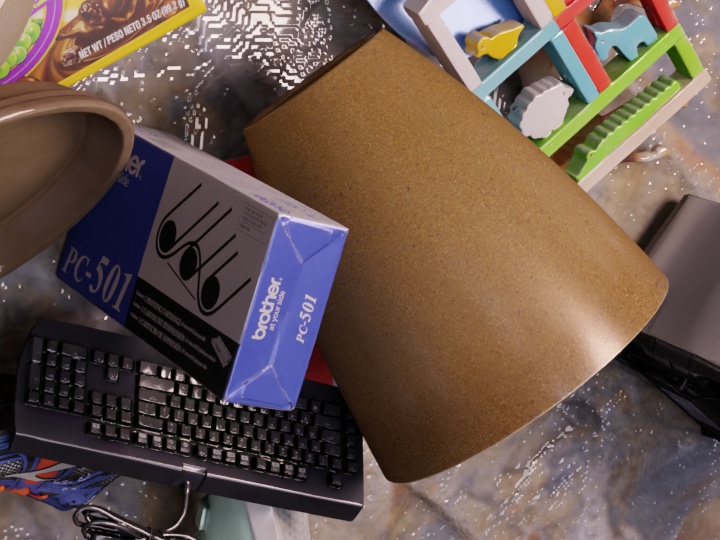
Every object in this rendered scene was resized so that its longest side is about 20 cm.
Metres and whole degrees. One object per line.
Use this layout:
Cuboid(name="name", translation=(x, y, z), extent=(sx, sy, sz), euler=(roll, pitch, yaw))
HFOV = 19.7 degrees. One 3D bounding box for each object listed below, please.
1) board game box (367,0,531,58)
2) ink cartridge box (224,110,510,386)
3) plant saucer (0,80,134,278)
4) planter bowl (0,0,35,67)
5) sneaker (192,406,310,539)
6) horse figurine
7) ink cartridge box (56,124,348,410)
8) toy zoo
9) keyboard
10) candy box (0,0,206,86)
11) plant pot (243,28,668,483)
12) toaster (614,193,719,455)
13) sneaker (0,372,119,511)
Cuboid(name="board game box", translation=(0.069, -0.217, 1.173), extent=(0.200, 0.039, 0.158), euler=(-31, 106, -16))
Cuboid(name="ink cartridge box", translation=(0.000, 0.000, 1.203), extent=(0.200, 0.050, 0.161), euler=(-15, 113, -29))
Cuboid(name="plant saucer", translation=(-0.203, -0.031, 1.010), extent=(0.200, 0.200, 0.030), euler=(-26, 74, -22))
Cuboid(name="planter bowl", translation=(-0.228, -0.150, 0.936), extent=(0.200, 0.135, 0.201), euler=(-4, 99, -27))
Cuboid(name="sneaker", translation=(-0.091, 0.142, 1.173), extent=(0.074, 0.118, 0.201), euler=(3, 78, -69))
Cuboid(name="horse figurine", translation=(0.135, -0.120, 1.243), extent=(0.132, 0.050, 0.201), euler=(-19, 115, -27))
Cuboid(name="ink cartridge box", translation=(-0.086, -0.008, 1.053), extent=(0.044, 0.200, 0.094), euler=(12, 100, -34))
Cuboid(name="toy zoo", translation=(0.107, -0.138, 1.164), extent=(0.131, 0.020, 0.200), euler=(-41, 126, -7))
Cuboid(name="keyboard", translation=(-0.088, 0.099, 1.090), extent=(0.199, 0.021, 0.127), euler=(14, 61, -23))
Cuboid(name="candy box", translation=(-0.182, -0.133, 1.057), extent=(0.200, 0.026, 0.102), euler=(-32, 116, -19))
Cuboid(name="plant pot", translation=(0.032, -0.021, 1.107), extent=(0.186, 0.186, 0.200), euler=(-38, 99, -15))
Cuboid(name="toaster", translation=(0.260, 0.054, 1.304), extent=(0.200, 0.181, 0.119), euler=(38, 82, -36))
Cuboid(name="sneaker", translation=(-0.174, 0.098, 1.114), extent=(0.200, 0.075, 0.079), euler=(-10, 115, -27))
